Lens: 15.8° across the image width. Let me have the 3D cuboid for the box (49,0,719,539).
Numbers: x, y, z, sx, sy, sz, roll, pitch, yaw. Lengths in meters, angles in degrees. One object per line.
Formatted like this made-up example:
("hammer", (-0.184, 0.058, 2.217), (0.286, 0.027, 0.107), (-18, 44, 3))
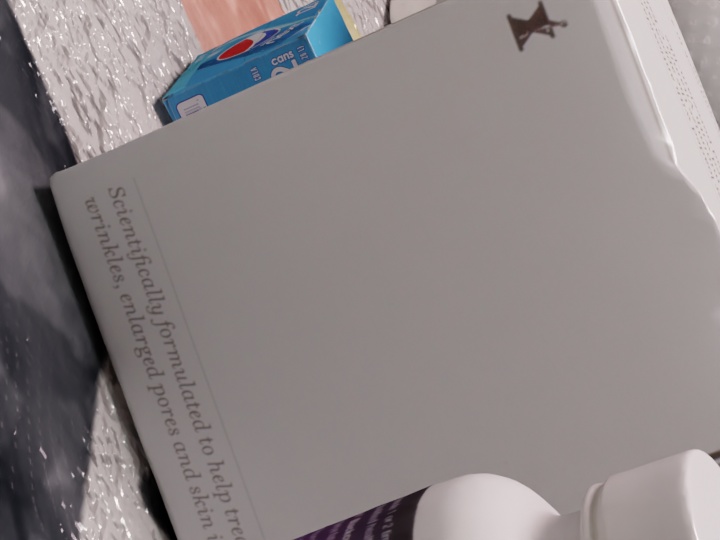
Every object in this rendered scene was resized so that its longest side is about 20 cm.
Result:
("box", (0.035, 0.023, 0.865), (0.200, 0.199, 0.131), (70, 15, 6))

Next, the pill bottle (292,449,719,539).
("pill bottle", (0.008, 0.118, 0.658), (0.112, 0.199, 0.112), (56, 20, -33))

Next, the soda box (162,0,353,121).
("soda box", (0.000, 0.000, 1.017), (0.201, 0.064, 0.068), (64, 15, -14))

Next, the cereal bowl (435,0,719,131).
("cereal bowl", (0.097, -0.050, 0.974), (0.083, 0.200, 0.201), (-21, 88, -49))

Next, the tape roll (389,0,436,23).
("tape roll", (0.116, -0.147, 1.335), (0.071, 0.202, 0.203), (60, 18, -25))
